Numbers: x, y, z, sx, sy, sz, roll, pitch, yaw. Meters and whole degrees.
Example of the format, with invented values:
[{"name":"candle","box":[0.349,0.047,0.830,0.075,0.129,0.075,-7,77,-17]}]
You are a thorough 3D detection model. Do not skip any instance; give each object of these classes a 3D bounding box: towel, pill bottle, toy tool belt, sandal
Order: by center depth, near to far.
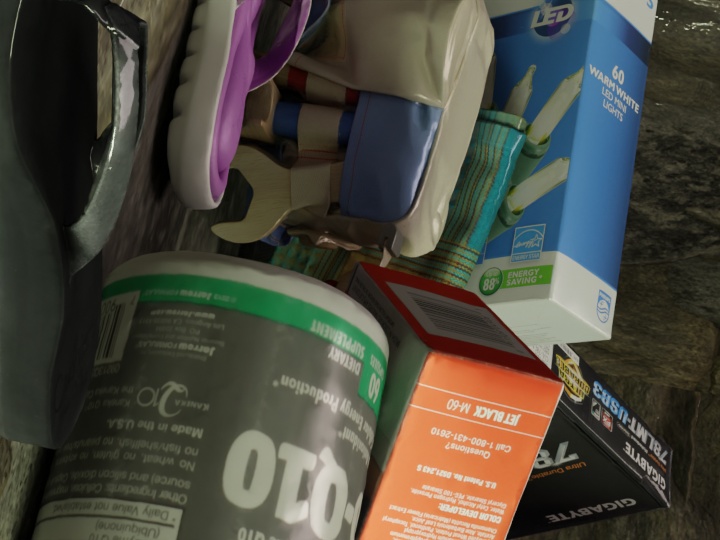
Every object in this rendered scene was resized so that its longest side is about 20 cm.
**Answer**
[{"name":"sandal","box":[-0.080,-0.032,0.500,0.076,0.042,0.201,-75,173,-47]},{"name":"pill bottle","box":[-0.061,0.105,0.610,0.113,0.112,0.202,89,12,-68]},{"name":"sandal","box":[-0.041,-0.118,0.757,0.083,0.049,0.205,87,14,-72]},{"name":"toy tool belt","box":[-0.017,-0.057,0.835,0.125,0.122,0.202,50,55,-69]},{"name":"towel","box":[0.000,0.000,0.907,0.022,0.146,0.202,29,83,-41]}]

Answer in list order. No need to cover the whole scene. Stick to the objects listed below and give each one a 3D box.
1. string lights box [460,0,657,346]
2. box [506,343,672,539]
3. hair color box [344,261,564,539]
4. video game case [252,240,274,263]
[{"name":"string lights box","box":[0.090,-0.063,0.914,0.059,0.102,0.202,29,63,-42]},{"name":"box","box":[0.057,0.098,1.057,0.198,0.199,0.050,45,44,-35]},{"name":"hair color box","box":[0.004,0.111,0.704,0.111,0.063,0.202,-132,-122,-67]},{"name":"video game case","box":[-0.016,-0.004,0.971,0.142,0.018,0.202,-13,-122,48]}]
